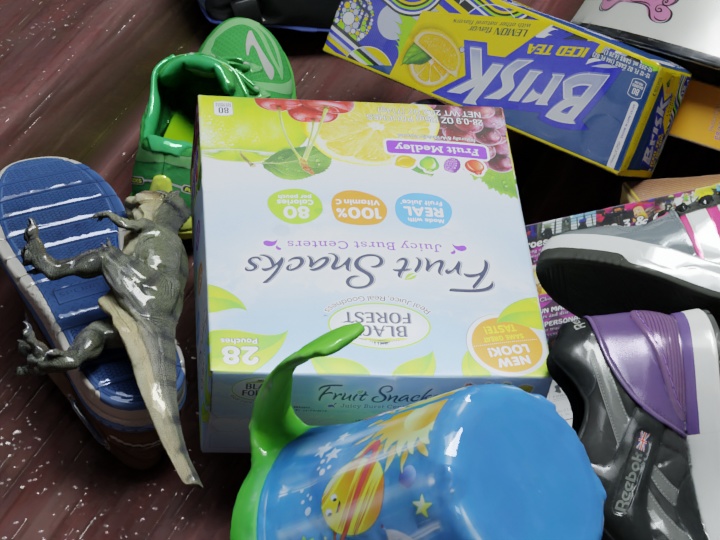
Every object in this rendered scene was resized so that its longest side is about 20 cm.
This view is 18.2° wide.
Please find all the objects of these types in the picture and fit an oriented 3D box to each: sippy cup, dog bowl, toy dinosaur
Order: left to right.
[{"bbox_3d":[-0.123,0.018,1.101,0.088,0.047,0.200,6,46,-13],"label":"toy dinosaur"},{"bbox_3d":[0.033,0.115,0.995,0.178,0.130,0.140,32,48,-26],"label":"sippy cup"},{"bbox_3d":[0.231,-0.149,1.365,0.200,0.074,0.200,18,4,-1],"label":"dog bowl"}]

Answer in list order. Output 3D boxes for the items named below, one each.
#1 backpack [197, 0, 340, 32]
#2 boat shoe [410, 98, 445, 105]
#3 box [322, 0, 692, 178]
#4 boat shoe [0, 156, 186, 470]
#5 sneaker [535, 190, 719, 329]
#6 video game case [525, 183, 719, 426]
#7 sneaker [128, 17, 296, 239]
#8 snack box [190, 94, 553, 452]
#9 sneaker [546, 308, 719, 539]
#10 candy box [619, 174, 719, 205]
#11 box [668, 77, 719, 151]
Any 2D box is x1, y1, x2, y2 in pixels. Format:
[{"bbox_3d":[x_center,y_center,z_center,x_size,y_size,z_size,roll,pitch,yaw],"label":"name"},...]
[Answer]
[{"bbox_3d":[-0.030,-0.254,1.486,0.183,0.147,0.200,-2,34,-17],"label":"backpack"},{"bbox_3d":[0.012,-0.024,1.271,0.065,0.074,0.200,31,51,15],"label":"boat shoe"},{"bbox_3d":[0.084,-0.121,1.299,0.200,0.070,0.064,25,11,22],"label":"box"},{"bbox_3d":[-0.149,0.023,1.177,0.072,0.072,0.200,-10,47,-18],"label":"boat shoe"},{"bbox_3d":[0.195,-0.026,1.111,0.200,0.084,0.121,8,56,22],"label":"sneaker"},{"bbox_3d":[0.160,0.033,1.163,0.200,0.036,0.181,-13,43,15],"label":"video game case"},{"bbox_3d":[-0.083,-0.098,1.330,0.074,0.084,0.200,10,38,6],"label":"sneaker"},{"bbox_3d":[0.000,0.000,1.148,0.169,0.068,0.200,1,46,-9],"label":"snack box"},{"bbox_3d":[0.125,0.118,1.046,0.088,0.076,0.200,-1,74,-6],"label":"sneaker"},{"bbox_3d":[0.222,0.026,1.236,0.115,0.055,0.200,-4,40,-11],"label":"candy box"},{"bbox_3d":[0.193,-0.100,1.362,0.200,0.041,0.119,21,8,16],"label":"box"}]
